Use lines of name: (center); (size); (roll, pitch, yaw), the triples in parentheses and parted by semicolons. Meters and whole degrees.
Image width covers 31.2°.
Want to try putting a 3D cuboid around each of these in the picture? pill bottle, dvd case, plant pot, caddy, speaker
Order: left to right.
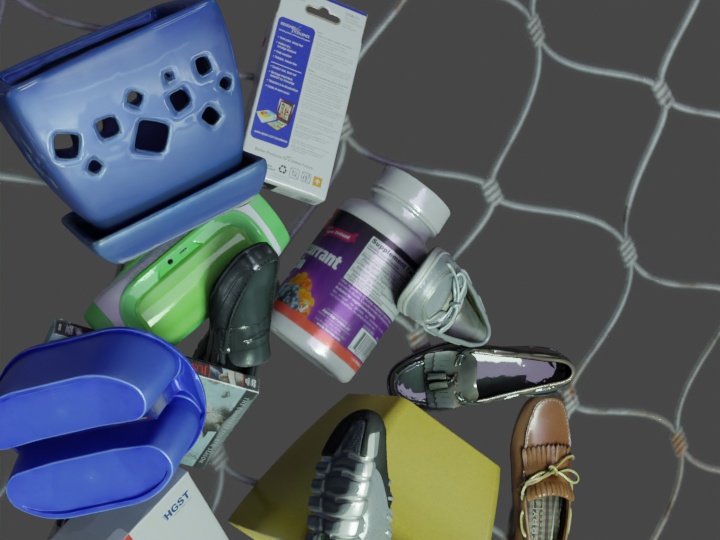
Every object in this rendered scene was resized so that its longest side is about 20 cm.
caddy: (-0.234, 0.129, 1.131); (0.198, 0.105, 0.142); (-13, 113, 14)
plant pot: (-0.204, -0.123, 1.154); (0.199, 0.200, 0.181); (-27, 110, -16)
dvd case: (-0.213, 0.120, 1.212); (0.198, 0.146, 0.022); (18, 45, -21)
speaker: (-0.165, 0.006, 1.235); (0.200, 0.088, 0.089); (-41, 107, -12)
pill bottle: (0.000, 0.000, 1.279); (0.111, 0.111, 0.201); (39, 82, -19)
plant pot: (0.021, 0.232, 1.275); (0.199, 0.200, 0.177); (37, 73, -19)

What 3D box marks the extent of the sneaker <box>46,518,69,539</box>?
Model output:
sneaker: (-0.247, 0.256, 1.241); (0.090, 0.078, 0.201); (30, 91, -27)

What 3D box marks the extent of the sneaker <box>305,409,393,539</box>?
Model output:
sneaker: (0.014, 0.229, 1.133); (0.115, 0.075, 0.202); (18, 82, -30)

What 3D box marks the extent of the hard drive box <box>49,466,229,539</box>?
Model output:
hard drive box: (-0.196, 0.293, 1.201); (0.156, 0.076, 0.201); (-47, 132, -27)

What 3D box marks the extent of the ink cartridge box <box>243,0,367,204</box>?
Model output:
ink cartridge box: (-0.060, -0.174, 1.271); (0.094, 0.037, 0.202); (18, 79, -21)

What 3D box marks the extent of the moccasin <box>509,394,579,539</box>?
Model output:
moccasin: (0.197, 0.235, 1.388); (0.073, 0.078, 0.204); (9, 87, -18)

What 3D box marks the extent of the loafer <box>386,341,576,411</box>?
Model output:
loafer: (0.128, 0.107, 1.349); (0.198, 0.063, 0.073); (-5, 86, -11)

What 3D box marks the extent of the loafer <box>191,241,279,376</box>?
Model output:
loafer: (-0.109, 0.058, 1.216); (0.068, 0.070, 0.201); (-24, 148, -41)

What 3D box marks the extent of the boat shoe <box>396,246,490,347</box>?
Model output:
boat shoe: (0.087, 0.033, 1.272); (0.065, 0.202, 0.075); (33, 83, 19)
